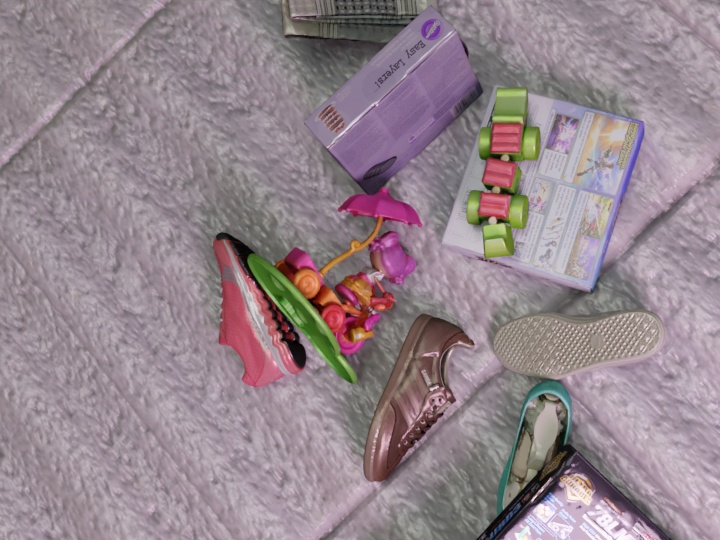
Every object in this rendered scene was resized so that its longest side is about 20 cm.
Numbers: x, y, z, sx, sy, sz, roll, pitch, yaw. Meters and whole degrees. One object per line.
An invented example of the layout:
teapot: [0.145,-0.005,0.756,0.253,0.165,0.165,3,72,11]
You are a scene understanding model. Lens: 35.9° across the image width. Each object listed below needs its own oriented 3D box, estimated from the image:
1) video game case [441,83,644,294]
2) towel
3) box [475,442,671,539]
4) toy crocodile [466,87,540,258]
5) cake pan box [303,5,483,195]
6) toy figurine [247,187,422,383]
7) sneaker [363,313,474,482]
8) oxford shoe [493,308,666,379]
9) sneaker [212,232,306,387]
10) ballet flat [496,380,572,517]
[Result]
video game case: [0.210,-0.095,1.277,0.180,0.045,0.201,18,85,19]
towel: [-0.002,-0.373,1.343,0.191,0.035,0.202,-1,87,-15]
box: [0.223,0.320,1.158,0.200,0.050,0.199,42,90,-5]
toy crocodile: [0.159,-0.110,1.239,0.067,0.062,0.202,8,81,17]
cake pan box: [0.047,-0.189,1.267,0.200,0.184,0.052,-43,72,5]
toy figurine: [0.000,0.000,1.278,0.184,0.200,0.150,-42,28,-13]
sneaker: [0.065,0.151,1.257,0.075,0.070,0.201,19,85,17]
oxford shoe: [0.244,0.080,1.233,0.199,0.058,0.076,-9,83,28]
sneaker: [-0.144,0.048,1.332,0.086,0.074,0.201,-31,72,12]
ballet flat: [0.187,0.217,1.210,0.067,0.070,0.202,11,83,14]
